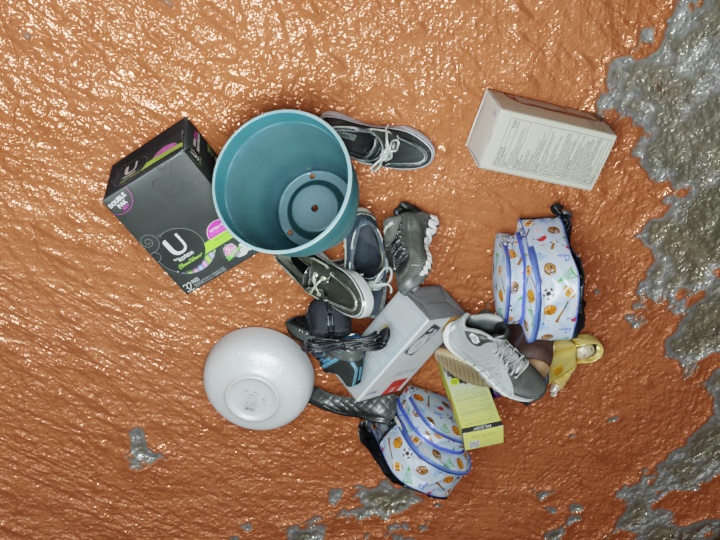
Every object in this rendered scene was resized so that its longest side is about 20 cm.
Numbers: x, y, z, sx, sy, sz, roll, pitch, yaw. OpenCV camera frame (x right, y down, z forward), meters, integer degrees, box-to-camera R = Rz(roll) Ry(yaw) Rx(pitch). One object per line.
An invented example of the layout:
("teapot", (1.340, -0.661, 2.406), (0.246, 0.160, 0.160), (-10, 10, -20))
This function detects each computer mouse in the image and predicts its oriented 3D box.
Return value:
("computer mouse", (-0.023, 0.079, 1.304), (0.140, 0.200, 0.046), (0, 106, -1))

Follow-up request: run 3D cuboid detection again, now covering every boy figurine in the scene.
("boy figurine", (0.367, 0.179, 1.501), (0.199, 0.064, 0.125), (-23, 120, -22))

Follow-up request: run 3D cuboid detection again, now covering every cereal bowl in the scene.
("cereal bowl", (-0.184, 0.204, 1.424), (0.199, 0.083, 0.201), (1, 116, 3))

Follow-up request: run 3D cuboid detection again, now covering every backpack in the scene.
("backpack", (0.299, 0.021, 1.337), (0.153, 0.191, 0.201), (-11, 125, -1))
("backpack", (0.121, 0.322, 1.501), (0.199, 0.191, 0.154), (18, 123, -30))

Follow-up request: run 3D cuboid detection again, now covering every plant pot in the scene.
("plant pot", (-0.087, -0.107, 1.175), (0.200, 0.201, 0.188), (-26, 166, 8))

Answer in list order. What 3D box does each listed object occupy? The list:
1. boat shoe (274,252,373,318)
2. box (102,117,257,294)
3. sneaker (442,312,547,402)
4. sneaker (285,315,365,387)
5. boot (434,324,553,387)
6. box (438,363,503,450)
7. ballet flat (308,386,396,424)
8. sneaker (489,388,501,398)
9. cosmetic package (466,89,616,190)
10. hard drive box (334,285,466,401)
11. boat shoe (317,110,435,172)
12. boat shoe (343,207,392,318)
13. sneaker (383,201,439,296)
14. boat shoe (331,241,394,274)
("boat shoe", (-0.063, 0.017, 1.277), (0.064, 0.200, 0.071), (-10, 125, -45))
("box", (-0.263, -0.096, 1.215), (0.148, 0.124, 0.200), (-30, 122, 10))
("sneaker", (0.234, 0.138, 1.315), (0.200, 0.075, 0.116), (33, 149, 1))
("sneaker", (-0.065, 0.131, 1.354), (0.073, 0.200, 0.082), (-14, 113, -31))
("boot", (0.249, 0.128, 1.445), (0.199, 0.167, 0.072), (17, 147, 15))
("box", (0.195, 0.225, 1.452), (0.075, 0.200, 0.050), (-12, 131, -4))
("ballet flat", (-0.026, 0.239, 1.484), (0.199, 0.057, 0.066), (9, 164, 21))
("sneaker", (0.274, 0.189, 1.512), (0.074, 0.088, 0.200), (27, 115, -24))
("cosmetic package", (0.281, -0.204, 1.259), (0.199, 0.087, 0.104), (10, 122, -17))
("hard drive box", (0.069, 0.124, 1.397), (0.200, 0.077, 0.156), (-51, 156, 23))
("boat shoe", (0.025, -0.192, 1.235), (0.199, 0.068, 0.074), (17, 118, -19))
("boat shoe", (0.013, -0.002, 1.303), (0.075, 0.062, 0.201), (-8, 119, -11))
("sneaker", (0.069, -0.041, 1.276), (0.090, 0.200, 0.066), (34, 129, -15))
("boat shoe", (0.000, 0.000, 1.361), (0.199, 0.057, 0.067), (-17, 124, 2))
